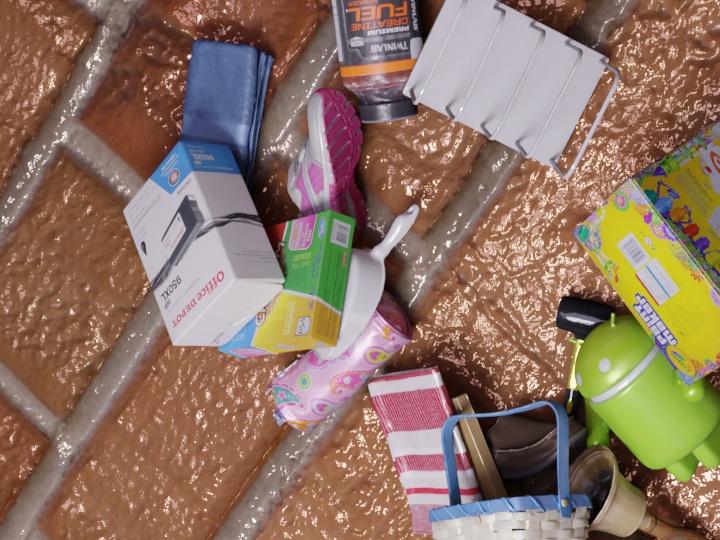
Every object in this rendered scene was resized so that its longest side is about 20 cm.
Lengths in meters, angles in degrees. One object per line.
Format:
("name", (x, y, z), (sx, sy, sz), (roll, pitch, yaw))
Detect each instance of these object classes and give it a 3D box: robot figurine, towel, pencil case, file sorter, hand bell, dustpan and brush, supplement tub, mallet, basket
("robot figurine", (0.317, 0.134, 1.417), (0.200, 0.116, 0.175), (47, 137, -3))
("towel", (-0.176, -0.188, 1.636), (0.110, 0.048, 0.203), (13, 101, 24))
("pencil case", (-0.026, 0.112, 1.582), (0.200, 0.087, 0.088), (-43, 79, 21))
("file sorter", (0.165, -0.208, 1.419), (0.198, 0.125, 0.140), (25, 104, -7))
("hand bell", (0.324, 0.284, 1.432), (0.198, 0.104, 0.105), (29, 107, -17))
("dustpan and brush", (0.000, 0.000, 1.527), (0.202, 0.057, 0.140), (-59, 36, 14))
("towel", (0.079, 0.216, 1.517), (0.143, 0.023, 0.203), (-16, 93, 57))
("supplement tub", (0.023, -0.278, 1.511), (0.105, 0.107, 0.203), (-4, 102, 22))
("mallet", (0.258, 0.131, 1.499), (0.065, 0.041, 0.204), (4, 101, 19))
("basket", (0.154, 0.247, 1.370), (0.175, 0.138, 0.203), (-16, 76, 50))

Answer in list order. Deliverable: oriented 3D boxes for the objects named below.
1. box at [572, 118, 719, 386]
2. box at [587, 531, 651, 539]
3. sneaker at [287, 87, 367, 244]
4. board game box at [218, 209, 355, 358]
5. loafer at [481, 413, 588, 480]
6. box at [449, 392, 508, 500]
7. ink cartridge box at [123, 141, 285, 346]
("box", (0.366, -0.026, 1.338), (0.201, 0.191, 0.122), (55, 148, 9))
("box", (0.292, 0.361, 1.452), (0.198, 0.128, 0.111), (22, 101, 18))
("sneaker", (-0.050, -0.123, 1.552), (0.087, 0.081, 0.203), (13, 121, 27))
("board game box", (-0.090, 0.020, 1.548), (0.199, 0.040, 0.156), (-12, 65, 51))
("loafer", (0.176, 0.198, 1.476), (0.199, 0.073, 0.072), (-30, 86, 49))
("box", (0.115, 0.255, 1.524), (0.163, 0.021, 0.203), (-28, 82, 57))
("ink cartridge box", (-0.191, -0.031, 1.554), (0.145, 0.083, 0.202), (-43, 60, 35))
